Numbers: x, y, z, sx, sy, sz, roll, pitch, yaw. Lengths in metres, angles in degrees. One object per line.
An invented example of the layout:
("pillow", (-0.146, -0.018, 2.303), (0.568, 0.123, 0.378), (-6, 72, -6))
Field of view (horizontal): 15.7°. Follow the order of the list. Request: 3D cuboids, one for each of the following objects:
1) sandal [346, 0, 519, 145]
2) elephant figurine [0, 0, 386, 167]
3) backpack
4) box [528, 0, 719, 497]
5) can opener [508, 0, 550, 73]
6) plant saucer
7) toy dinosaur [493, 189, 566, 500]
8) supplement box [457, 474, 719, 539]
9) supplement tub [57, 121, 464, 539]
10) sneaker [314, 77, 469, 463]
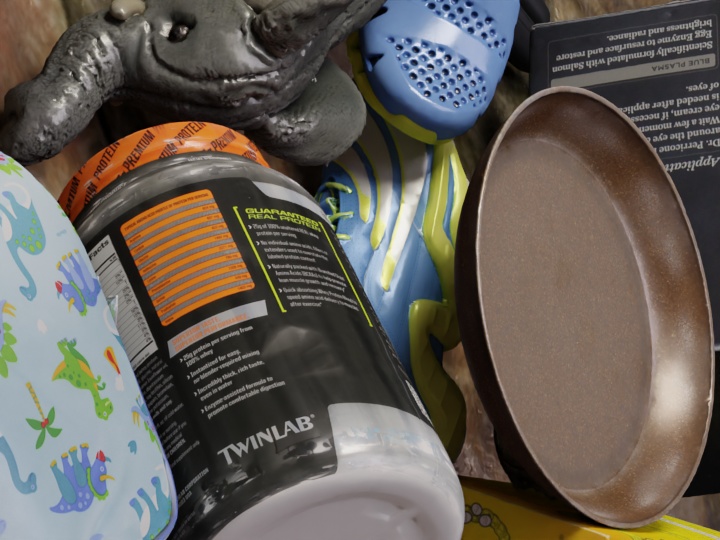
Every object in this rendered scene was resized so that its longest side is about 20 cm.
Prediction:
("sandal", (0.052, -0.151, 1.228), (0.079, 0.087, 0.200), (26, 59, -20))
("elephant figurine", (-0.047, -0.110, 1.128), (0.142, 0.155, 0.200), (45, 37, -38))
("backpack", (-0.154, 0.046, 0.919), (0.163, 0.153, 0.201), (-29, 113, -63))
("box", (0.171, -0.007, 1.382), (0.197, 0.117, 0.200), (48, 40, -57))
("can opener", (0.055, -0.168, 1.373), (0.200, 0.078, 0.064), (54, 36, -45))
("plant saucer", (0.098, 0.018, 1.178), (0.200, 0.032, 0.201), (18, 67, -50))
("toy dinosaur", (0.072, 0.011, 1.233), (0.088, 0.047, 0.200), (91, -1, -49))
("supplement box", (0.110, 0.168, 1.235), (0.200, 0.109, 0.109), (14, 91, -53))
("supplement tub", (-0.048, 0.042, 1.023), (0.122, 0.122, 0.200), (31, 25, -46))
("sneaker", (0.000, 0.000, 1.204), (0.105, 0.076, 0.201), (7, 71, -54))
